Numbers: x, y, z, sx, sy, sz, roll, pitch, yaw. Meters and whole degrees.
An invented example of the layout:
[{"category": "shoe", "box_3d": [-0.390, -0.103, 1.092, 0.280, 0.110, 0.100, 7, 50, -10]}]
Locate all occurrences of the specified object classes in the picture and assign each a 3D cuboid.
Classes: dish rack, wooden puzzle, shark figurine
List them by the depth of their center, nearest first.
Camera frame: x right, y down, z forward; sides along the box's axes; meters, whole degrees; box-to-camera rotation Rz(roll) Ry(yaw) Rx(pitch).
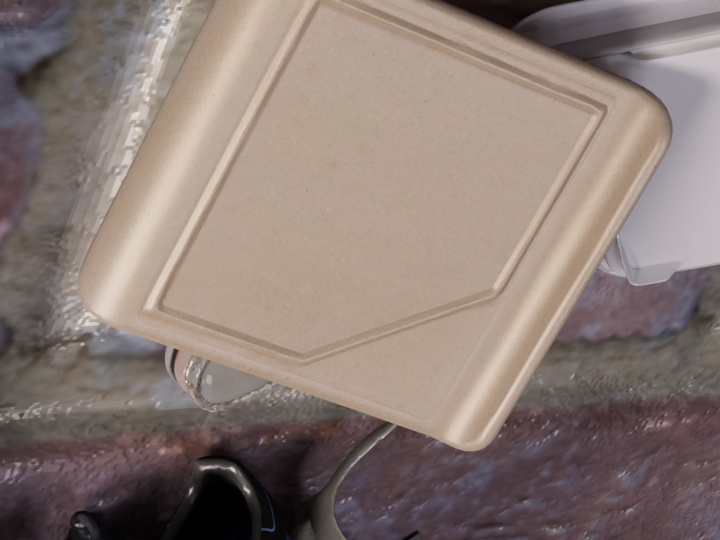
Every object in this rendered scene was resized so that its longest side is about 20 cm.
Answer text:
[{"category": "wooden puzzle", "box_3d": [0.005, -0.031, 1.049, 0.200, 0.037, 0.185, 22, 111, -19]}, {"category": "dish rack", "box_3d": [0.163, -0.057, 1.123, 0.171, 0.044, 0.200, -9, 146, 14]}, {"category": "shark figurine", "box_3d": [0.006, 0.157, 1.286, 0.090, 0.128, 0.215, -45, 129, -29]}]

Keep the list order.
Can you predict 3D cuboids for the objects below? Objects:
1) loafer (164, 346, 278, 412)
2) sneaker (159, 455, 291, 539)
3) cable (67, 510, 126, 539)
[{"category": "loafer", "box_3d": [0.000, 0.000, 1.109, 0.200, 0.063, 0.072, -40, 141, 5]}, {"category": "sneaker", "box_3d": [-0.079, 0.181, 1.157, 0.070, 0.200, 0.078, -3, 142, 17]}, {"category": "cable", "box_3d": [-0.126, 0.222, 1.183, 0.051, 0.164, 0.200, 3, 142, 13]}]
